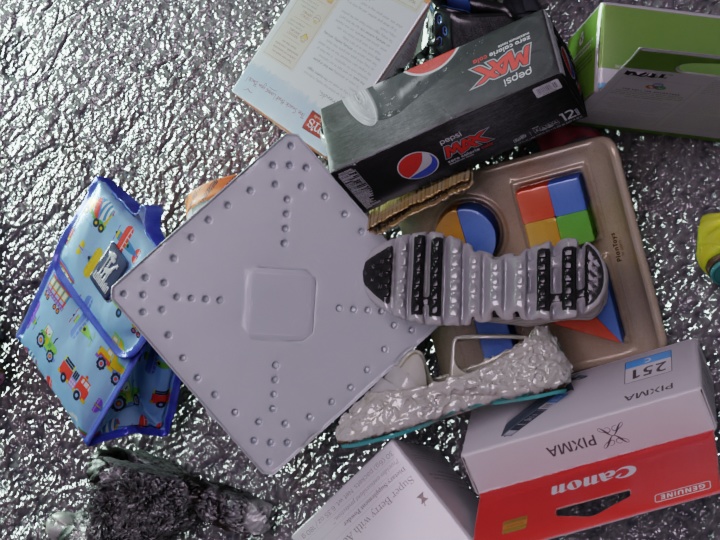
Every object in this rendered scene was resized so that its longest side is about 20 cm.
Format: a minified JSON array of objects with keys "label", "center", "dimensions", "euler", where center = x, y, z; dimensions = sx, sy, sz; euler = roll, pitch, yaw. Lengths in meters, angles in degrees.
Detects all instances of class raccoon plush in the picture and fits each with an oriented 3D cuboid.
[{"label":"raccoon plush","center":[-0.189,0.244,1.311],"dimensions":[0.198,0.097,0.135],"euler":[18,94,23]}]

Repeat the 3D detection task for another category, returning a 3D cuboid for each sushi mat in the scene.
[{"label":"sushi mat","center":[0.053,-0.095,1.246],"dimensions":[0.095,0.200,0.012],"euler":[-26,112,16]}]

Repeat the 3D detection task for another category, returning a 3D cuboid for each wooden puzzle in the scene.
[{"label":"wooden puzzle","center":[0.136,0.003,1.214],"dimensions":[0.198,0.046,0.187],"euler":[-13,100,20]}]

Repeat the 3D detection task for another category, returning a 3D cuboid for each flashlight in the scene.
[{"label":"flashlight","center":[0.159,-0.158,1.268],"dimensions":[0.068,0.067,0.202],"euler":[-29,65,26]}]

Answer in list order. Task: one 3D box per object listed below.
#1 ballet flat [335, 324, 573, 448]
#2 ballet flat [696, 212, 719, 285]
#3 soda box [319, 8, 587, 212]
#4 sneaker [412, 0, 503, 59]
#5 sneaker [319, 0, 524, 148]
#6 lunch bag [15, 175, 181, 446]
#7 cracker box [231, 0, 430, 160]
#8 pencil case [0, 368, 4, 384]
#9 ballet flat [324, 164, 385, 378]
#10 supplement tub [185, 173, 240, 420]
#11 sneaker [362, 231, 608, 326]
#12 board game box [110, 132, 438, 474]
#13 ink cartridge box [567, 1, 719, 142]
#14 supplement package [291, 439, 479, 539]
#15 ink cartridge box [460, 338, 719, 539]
[{"label":"ballet flat","center":[0.071,0.088,1.187],"dimensions":[0.198,0.072,0.072],"euler":[-14,73,-1]},{"label":"ballet flat","center":[0.361,-0.048,1.167],"dimensions":[0.198,0.067,0.068],"euler":[-18,52,19]},{"label":"soda box","center":[0.070,-0.123,1.150],"dimensions":[0.198,0.063,0.071],"euler":[-22,54,18]},{"label":"sneaker","center":[0.088,-0.246,1.236],"dimensions":[0.067,0.090,0.201],"euler":[46,112,35]},{"label":"sneaker","center":[0.051,-0.170,1.218],"dimensions":[0.198,0.073,0.113],"euler":[-10,117,14]},{"label":"lunch bag","center":[-0.209,0.027,1.302],"dimensions":[0.151,0.093,0.201],"euler":[47,125,35]},{"label":"cracker box","center":[-0.008,-0.207,1.338],"dimensions":[0.134,0.058,0.201],"euler":[36,93,31]},{"label":"pencil case","center":[-0.399,0.027,1.441],"dimensions":[0.082,0.087,0.202],"euler":[-7,74,-12]},{"label":"ballet flat","center":[0.000,0.000,1.251],"dimensions":[0.071,0.072,0.201],"euler":[-27,96,14]},{"label":"supplement tub","center":[-0.092,0.025,1.296],"dimensions":[0.121,0.122,0.202],"euler":[-17,73,17]},{"label":"sneaker","center":[0.099,0.015,1.162],"dimensions":[0.198,0.081,0.076],"euler":[5,78,18]},{"label":"board game box","center":[-0.066,0.027,1.200],"dimensions":[0.200,0.026,0.200],"euler":[-41,95,-4]},{"label":"ink cartridge box","center":[0.253,-0.165,1.133],"dimensions":[0.146,0.200,0.077],"euler":[6,80,-6]},{"label":"supplement package","center":[0.064,0.253,1.187],"dimensions":[0.121,0.120,0.200],"euler":[-44,68,8]},{"label":"ink cartridge box","center":[0.176,0.134,1.144],"dimensions":[0.198,0.176,0.045],"euler":[-19,108,17]}]
